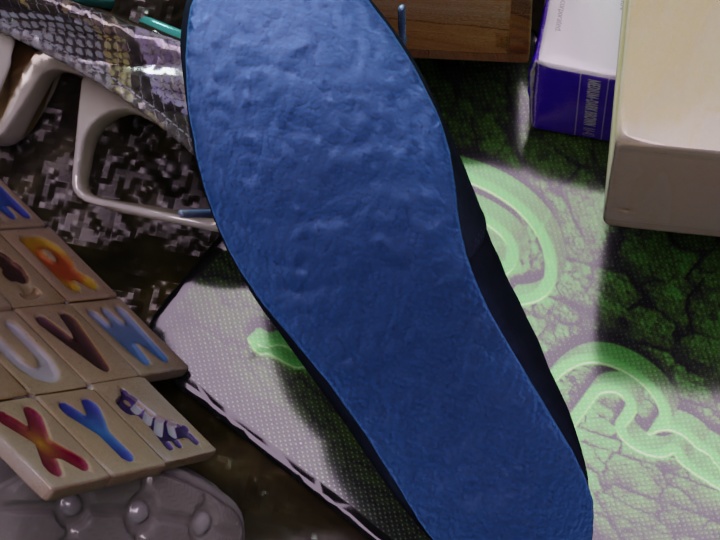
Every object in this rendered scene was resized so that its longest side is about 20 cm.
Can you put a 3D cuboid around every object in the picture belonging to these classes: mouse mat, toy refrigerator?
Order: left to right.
[{"bbox_3d":[0.054,0.022,0.829,0.200,0.008,0.161,37,80,13],"label":"mouse mat"},{"bbox_3d":[0.107,-0.116,0.760,0.070,0.076,0.201,6,75,4],"label":"toy refrigerator"}]

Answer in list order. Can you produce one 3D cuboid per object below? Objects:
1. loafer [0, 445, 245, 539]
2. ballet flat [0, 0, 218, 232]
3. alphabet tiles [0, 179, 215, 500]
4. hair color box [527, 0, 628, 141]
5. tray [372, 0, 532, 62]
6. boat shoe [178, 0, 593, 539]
[{"bbox_3d":[-0.125,0.072,0.762,0.199,0.070,0.070,9,97,-36],"label":"loafer"},{"bbox_3d":[-0.086,-0.060,0.830,0.200,0.072,0.072,29,78,14],"label":"ballet flat"},{"bbox_3d":[-0.131,-0.009,0.772,0.200,0.166,0.006,44,108,16],"label":"alphabet tiles"},{"bbox_3d":[0.159,-0.085,0.820,0.199,0.065,0.110,11,74,7],"label":"hair color box"},{"bbox_3d":[0.009,-0.155,0.835,0.098,0.037,0.201,3,57,4],"label":"tray"},{"bbox_3d":[0.000,0.000,0.767,0.084,0.069,0.201,-21,103,1],"label":"boat shoe"}]
